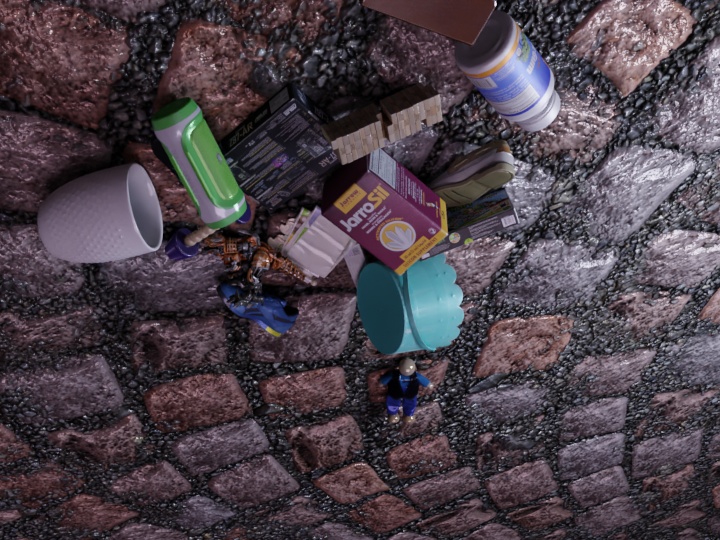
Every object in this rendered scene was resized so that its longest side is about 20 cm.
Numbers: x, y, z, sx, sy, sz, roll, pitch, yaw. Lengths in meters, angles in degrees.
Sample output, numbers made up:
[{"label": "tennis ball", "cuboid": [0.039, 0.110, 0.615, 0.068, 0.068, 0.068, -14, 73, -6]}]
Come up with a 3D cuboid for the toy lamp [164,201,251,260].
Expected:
[{"label": "toy lamp", "cuboid": [-0.276, -0.070, 1.650, 0.198, 0.059, 0.058, -25, 141, 35]}]

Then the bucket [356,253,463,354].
[{"label": "bucket", "cuboid": [0.092, 0.061, 1.792, 0.132, 0.209, 0.209, -13, 144, -29]}]

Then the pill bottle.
[{"label": "pill bottle", "cuboid": [0.246, -0.315, 1.500, 0.111, 0.114, 0.199, -33, 137, 22]}]

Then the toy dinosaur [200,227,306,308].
[{"label": "toy dinosaur", "cuboid": [-0.203, -0.008, 1.735, 0.197, 0.102, 0.138, 24, 115, 2]}]

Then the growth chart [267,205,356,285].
[{"label": "growth chart", "cuboid": [-0.084, -0.056, 1.744, 0.144, 0.018, 0.199, 39, 120, -18]}]

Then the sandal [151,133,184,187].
[{"label": "sandal", "cuboid": [-0.282, -0.162, 1.573, 0.075, 0.043, 0.200, -31, 137, 19]}]

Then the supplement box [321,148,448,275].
[{"label": "supplement box", "cuboid": [0.044, -0.111, 1.647, 0.199, 0.104, 0.131, 35, 122, -23]}]

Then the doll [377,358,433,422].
[{"label": "doll", "cuboid": [0.107, 0.279, 2.193, 0.133, 0.049, 0.203, 0, 133, -2]}]

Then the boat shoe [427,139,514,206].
[{"label": "boat shoe", "cuboid": [0.196, -0.174, 1.683, 0.197, 0.070, 0.074, -19, 150, 39]}]

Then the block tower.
[{"label": "block tower", "cuboid": [0.036, -0.243, 1.530, 0.196, 0.054, 0.059, -24, 133, -10]}]

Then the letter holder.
[{"label": "letter holder", "cuboid": [0.104, -0.436, 1.330, 0.196, 0.102, 0.143, 12, 132, -28]}]

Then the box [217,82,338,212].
[{"label": "box", "cuboid": [-0.135, -0.203, 1.569, 0.198, 0.044, 0.159, -35, 136, 23]}]

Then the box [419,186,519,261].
[{"label": "box", "cuboid": [0.193, -0.088, 1.746, 0.196, 0.111, 0.035, -21, 114, 8]}]

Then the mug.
[{"label": "mug", "cuboid": [-0.432, -0.083, 1.560, 0.171, 0.151, 0.200, -13, 171, 7]}]

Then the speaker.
[{"label": "speaker", "cuboid": [-0.258, -0.171, 1.490, 0.087, 0.089, 0.203, -21, 117, 9]}]

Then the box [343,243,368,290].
[{"label": "box", "cuboid": [0.000, 0.000, 1.847, 0.041, 0.039, 0.202, -16, 140, 5]}]

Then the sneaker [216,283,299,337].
[{"label": "sneaker", "cuboid": [-0.202, 0.062, 1.846, 0.078, 0.066, 0.199, -42, 134, 14]}]
